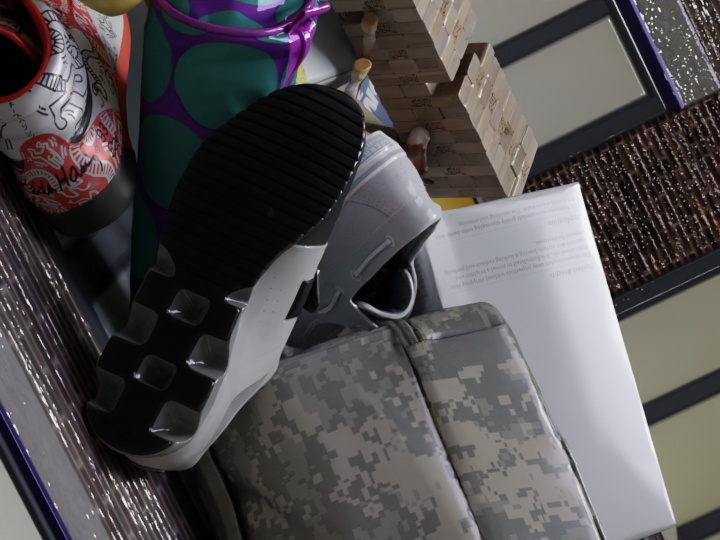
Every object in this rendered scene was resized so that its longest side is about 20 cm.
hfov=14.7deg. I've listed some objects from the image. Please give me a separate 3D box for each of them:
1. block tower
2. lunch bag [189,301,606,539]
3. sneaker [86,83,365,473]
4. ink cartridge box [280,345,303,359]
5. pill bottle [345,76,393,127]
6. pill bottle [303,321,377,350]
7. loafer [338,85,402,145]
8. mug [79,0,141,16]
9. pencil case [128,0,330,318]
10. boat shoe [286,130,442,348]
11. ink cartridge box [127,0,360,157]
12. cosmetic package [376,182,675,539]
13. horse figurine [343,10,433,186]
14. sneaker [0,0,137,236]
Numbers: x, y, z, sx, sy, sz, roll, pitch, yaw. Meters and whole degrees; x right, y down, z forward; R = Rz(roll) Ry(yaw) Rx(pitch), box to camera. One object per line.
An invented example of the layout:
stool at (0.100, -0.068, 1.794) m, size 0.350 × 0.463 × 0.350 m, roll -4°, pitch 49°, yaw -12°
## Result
block tower at (0.041, -0.119, 1.609) m, size 0.200 × 0.058 × 0.054 m, roll 60°, pitch 41°, yaw -42°
lunch bag at (0.011, 0.128, 1.387) m, size 0.139 × 0.167 × 0.201 m, roll -48°, pitch -122°, yaw 58°
sneaker at (-0.059, 0.005, 1.320) m, size 0.074 × 0.200 × 0.089 m, roll 29°, pitch -9°, yaw 19°
ink cartridge box at (-0.053, 0.076, 1.543) m, size 0.200 × 0.050 × 0.161 m, roll 58°, pitch 9°, yaw 1°
pill bottle at (-0.036, -0.109, 1.880) m, size 0.200 × 0.119 × 0.120 m, roll 53°, pitch 15°, yaw -52°
pill bottle at (0.030, 0.047, 1.637) m, size 0.200 × 0.112 × 0.112 m, roll 57°, pitch 6°, yaw 17°
loafer at (-0.041, -0.106, 1.707) m, size 0.199 × 0.069 × 0.076 m, roll 24°, pitch 5°, yaw 34°
mug at (-0.155, -0.214, 1.363) m, size 0.153 × 0.149 × 0.187 m, roll 37°, pitch 62°, yaw -45°
pencil case at (-0.067, -0.053, 1.378) m, size 0.085 × 0.092 × 0.201 m, roll -32°, pitch 136°, yaw -46°
boat shoe at (0.000, 0.000, 1.470) m, size 0.069 × 0.072 × 0.200 m, roll 48°, pitch -32°, yaw 13°
ink cartridge box at (-0.092, -0.147, 1.552) m, size 0.146 × 0.083 × 0.200 m, roll 62°, pitch 30°, yaw 2°
cosmetic package at (0.084, 0.063, 1.523) m, size 0.081 × 0.112 × 0.201 m, roll -22°, pitch -100°, yaw 62°
horse figurine at (-0.027, -0.049, 1.543) m, size 0.050 × 0.200 × 0.133 m, roll 26°, pitch -40°, yaw 21°
sneaker at (-0.161, -0.121, 1.364) m, size 0.108 × 0.067 × 0.202 m, roll 58°, pitch 13°, yaw -47°
